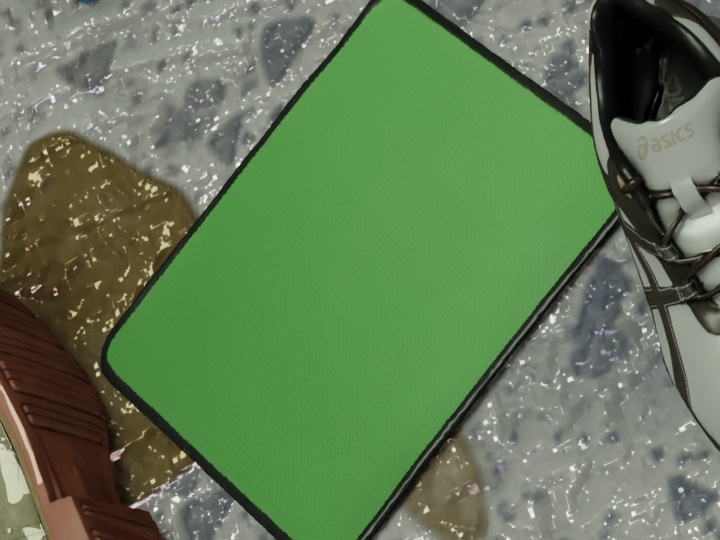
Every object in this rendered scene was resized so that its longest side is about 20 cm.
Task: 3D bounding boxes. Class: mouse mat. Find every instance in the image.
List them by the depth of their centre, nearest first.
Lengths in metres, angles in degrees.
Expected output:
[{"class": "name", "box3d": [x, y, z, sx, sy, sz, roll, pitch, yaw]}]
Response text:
[{"class": "mouse mat", "box3d": [0.000, 0.000, 1.174, 0.200, 0.008, 0.161, -51, 54, 1]}]

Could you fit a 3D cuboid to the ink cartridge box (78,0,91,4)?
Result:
[{"class": "ink cartridge box", "box3d": [-0.101, -0.231, 1.245, 0.200, 0.145, 0.084, -44, 54, 7]}]

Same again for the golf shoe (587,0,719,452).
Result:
[{"class": "golf shoe", "box3d": [0.122, -0.013, 1.053, 0.078, 0.094, 0.200, -29, 61, 14]}]

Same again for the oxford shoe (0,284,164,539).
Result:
[{"class": "oxford shoe", "box3d": [-0.138, 0.082, 1.183, 0.074, 0.071, 0.200, -42, 51, 19]}]
